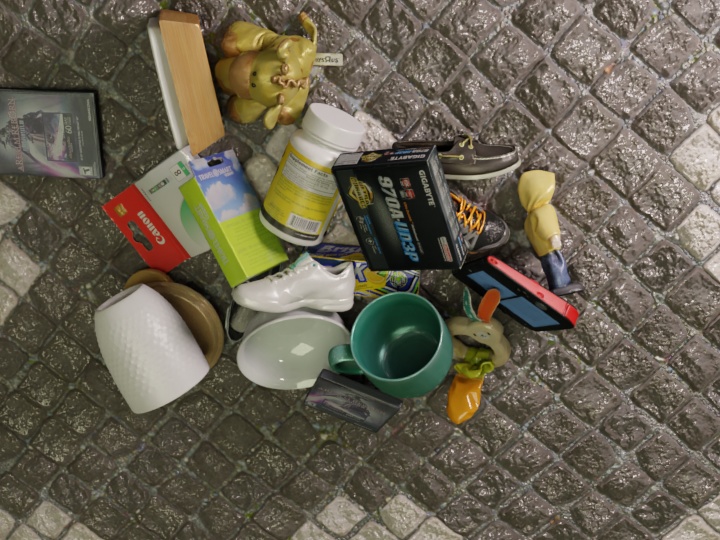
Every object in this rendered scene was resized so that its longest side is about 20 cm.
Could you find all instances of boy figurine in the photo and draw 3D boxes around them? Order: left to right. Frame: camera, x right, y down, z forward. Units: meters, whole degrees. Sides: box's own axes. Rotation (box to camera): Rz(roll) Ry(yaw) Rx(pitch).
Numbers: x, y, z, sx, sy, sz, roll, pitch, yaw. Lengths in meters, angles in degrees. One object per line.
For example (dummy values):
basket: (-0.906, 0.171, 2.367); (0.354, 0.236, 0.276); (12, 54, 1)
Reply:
boy figurine: (0.293, -0.057, 1.541); (0.064, 0.124, 0.202); (-12, 83, 3)

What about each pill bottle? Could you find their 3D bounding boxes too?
pill bottle: (-0.074, -0.150, 1.544); (0.113, 0.114, 0.201); (24, 113, -3)

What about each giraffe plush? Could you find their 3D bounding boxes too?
giraffe plush: (-0.133, -0.287, 1.467); (0.198, 0.162, 0.174); (-13, 110, 13)

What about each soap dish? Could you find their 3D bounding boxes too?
soap dish: (-0.261, -0.291, 1.494); (0.080, 0.157, 0.202); (-13, 112, -5)

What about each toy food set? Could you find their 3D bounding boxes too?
toy food set: (-0.333, 0.105, 1.716); (0.198, 0.049, 0.199); (21, 116, -3)

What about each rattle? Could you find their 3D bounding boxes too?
rattle: (0.172, 0.133, 1.582); (0.130, 0.143, 0.200); (37, 155, 11)

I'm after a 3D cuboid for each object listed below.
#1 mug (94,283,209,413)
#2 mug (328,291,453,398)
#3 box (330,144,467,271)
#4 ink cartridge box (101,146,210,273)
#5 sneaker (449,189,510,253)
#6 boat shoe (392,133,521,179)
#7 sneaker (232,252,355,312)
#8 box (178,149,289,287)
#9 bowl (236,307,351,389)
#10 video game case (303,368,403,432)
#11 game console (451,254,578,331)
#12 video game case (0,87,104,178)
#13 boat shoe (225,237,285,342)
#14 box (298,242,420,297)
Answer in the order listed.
mug: (-0.370, 0.123, 1.636); (0.199, 0.147, 0.176); (-12, 110, 46)
mug: (0.058, 0.122, 1.584); (0.184, 0.115, 0.153); (17, 71, 27)
box: (0.060, -0.089, 1.484); (0.158, 0.046, 0.201); (-1, 129, 26)
ink cartridge box: (-0.316, -0.091, 1.637); (0.199, 0.050, 0.161); (-32, 105, 16)
sneaker: (0.146, -0.084, 1.540); (0.198, 0.077, 0.079); (17, 70, -14)
boat shoe: (0.146, -0.178, 1.527); (0.199, 0.072, 0.061); (-4, 116, 12)
sneaker: (-0.103, 0.015, 1.545); (0.198, 0.075, 0.089); (-1, 111, -24)
box: (-0.203, -0.084, 1.562); (0.047, 0.122, 0.201); (-27, 90, 34)
bowl: (-0.110, 0.107, 1.650); (0.199, 0.091, 0.202); (-6, 140, -5)
video game case: (-0.016, 0.224, 1.673); (0.142, 0.019, 0.200); (22, 158, -3)
game console: (0.239, 0.039, 1.549); (0.176, 0.200, 0.031); (31, 80, -6)
video game case: (-0.522, -0.225, 1.615); (0.198, 0.019, 0.144); (3, 113, 5)
boat shoe: (-0.182, 0.030, 1.657); (0.071, 0.068, 0.201); (24, 112, -3)
box: (0.000, 0.000, 1.620); (0.198, 0.070, 0.065); (5, 113, 5)
